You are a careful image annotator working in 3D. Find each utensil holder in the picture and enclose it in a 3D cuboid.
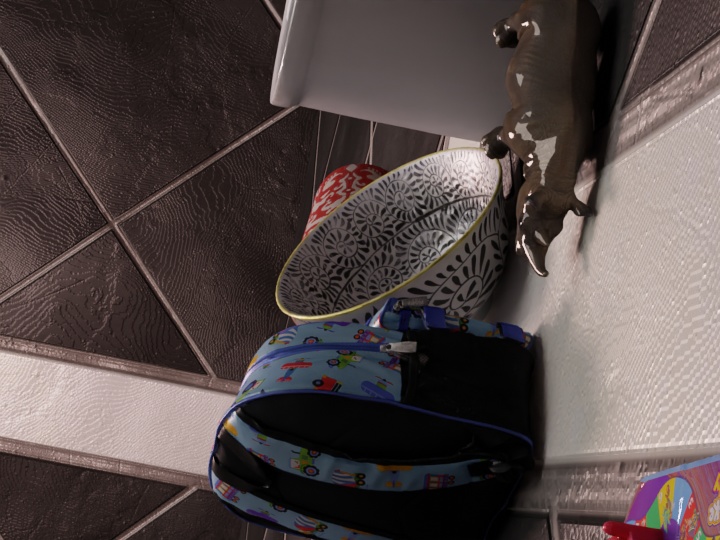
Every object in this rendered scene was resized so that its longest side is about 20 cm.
[{"bbox_3d":[0.044,-0.190,1.192,0.170,0.198,0.172,-169,90,-83],"label":"utensil holder"}]

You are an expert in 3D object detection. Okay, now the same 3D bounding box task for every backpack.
[{"bbox_3d":[0.003,0.105,1.045,0.183,0.198,0.136,108,171,-49],"label":"backpack"}]

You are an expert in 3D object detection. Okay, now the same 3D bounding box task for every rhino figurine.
[{"bbox_3d":[0.117,-0.090,0.998,0.087,0.059,0.202,137,142,-61],"label":"rhino figurine"}]

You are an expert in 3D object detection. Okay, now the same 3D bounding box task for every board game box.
[{"bbox_3d":[0.116,0.158,0.677,0.200,0.038,0.160,127,153,-74],"label":"board game box"}]

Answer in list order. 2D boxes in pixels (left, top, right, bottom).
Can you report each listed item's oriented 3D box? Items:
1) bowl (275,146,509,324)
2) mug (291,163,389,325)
[{"bbox_3d":[0.042,0.004,1.196,0.199,0.095,0.201,-29,23,14],"label":"bowl"},{"bbox_3d":[-0.010,-0.005,1.666,0.201,0.132,0.179,-84,10,-61],"label":"mug"}]
